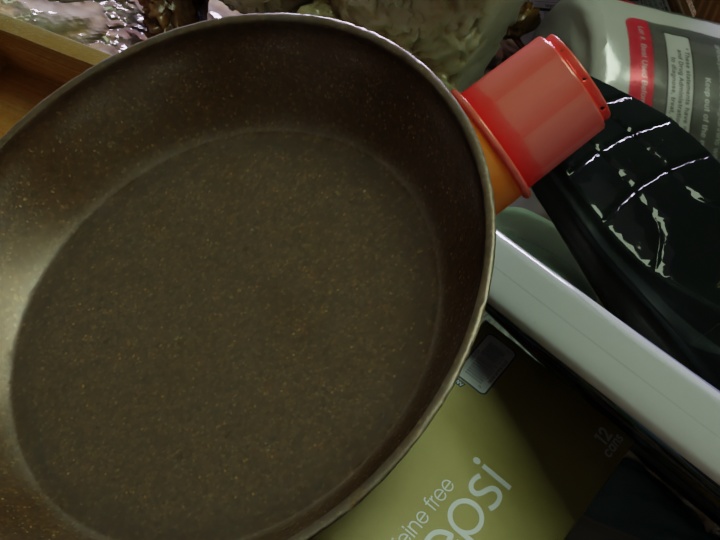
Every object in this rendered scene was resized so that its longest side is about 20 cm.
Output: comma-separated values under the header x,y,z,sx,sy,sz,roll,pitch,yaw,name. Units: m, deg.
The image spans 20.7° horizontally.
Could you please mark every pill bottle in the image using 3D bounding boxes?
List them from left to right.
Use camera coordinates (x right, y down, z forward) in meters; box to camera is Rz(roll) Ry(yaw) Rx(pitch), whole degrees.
x,y,z,sx,sy,sz,roll,pitch,yaw,name
0.173,-0.051,0.893,0.198,0.111,0.111,11,40,-16,pill bottle

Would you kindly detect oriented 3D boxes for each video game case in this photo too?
x,y,z,sx,sy,sz,roll,pitch,yaw,name
0.121,0.068,0.618,0.182,0.023,0.200,42,-1,-44,video game case

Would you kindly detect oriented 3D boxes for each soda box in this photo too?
x,y,z,sx,sy,sz,roll,pitch,yaw,name
0.000,0.109,0.588,0.064,0.068,0.200,39,52,6,soda box

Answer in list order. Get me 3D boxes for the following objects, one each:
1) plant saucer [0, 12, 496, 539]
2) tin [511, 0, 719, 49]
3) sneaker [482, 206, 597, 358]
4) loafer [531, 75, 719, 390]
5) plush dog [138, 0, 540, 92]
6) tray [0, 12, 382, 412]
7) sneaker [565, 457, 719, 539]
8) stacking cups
x,y,z,sx,sy,sz,roll,pitch,yaw,name
-0.049,0.012,0.604,0.198,0.037,0.202,-11,56,17,plant saucer
0.103,-0.151,0.920,0.111,0.200,0.042,15,63,35,tin
0.000,0.000,0.790,0.199,0.074,0.118,17,16,10,sneaker
0.119,0.012,0.741,0.072,0.072,0.201,-24,67,-31,loafer
-0.013,-0.147,0.859,0.171,0.201,0.160,35,24,13,plush dog
-0.090,-0.021,0.689,0.199,0.037,0.099,23,71,33,tray
0.109,0.106,0.710,0.199,0.074,0.082,29,42,4,sneaker
-0.001,-0.009,0.693,0.061,0.199,0.061,52,4,-5,stacking cups
